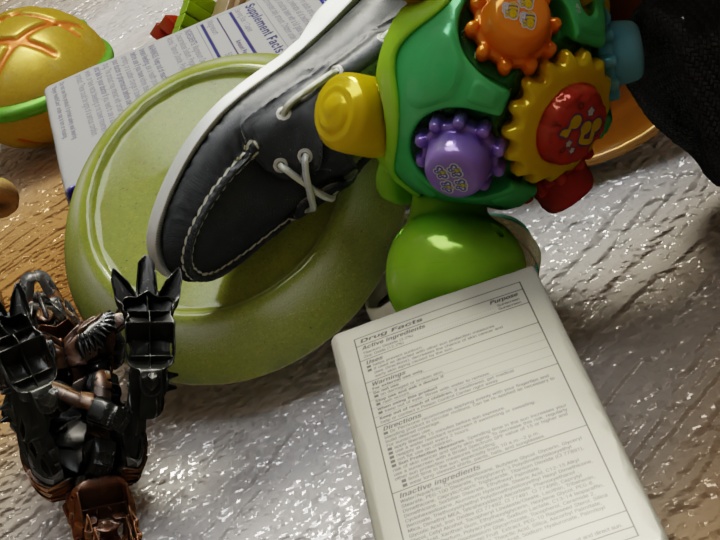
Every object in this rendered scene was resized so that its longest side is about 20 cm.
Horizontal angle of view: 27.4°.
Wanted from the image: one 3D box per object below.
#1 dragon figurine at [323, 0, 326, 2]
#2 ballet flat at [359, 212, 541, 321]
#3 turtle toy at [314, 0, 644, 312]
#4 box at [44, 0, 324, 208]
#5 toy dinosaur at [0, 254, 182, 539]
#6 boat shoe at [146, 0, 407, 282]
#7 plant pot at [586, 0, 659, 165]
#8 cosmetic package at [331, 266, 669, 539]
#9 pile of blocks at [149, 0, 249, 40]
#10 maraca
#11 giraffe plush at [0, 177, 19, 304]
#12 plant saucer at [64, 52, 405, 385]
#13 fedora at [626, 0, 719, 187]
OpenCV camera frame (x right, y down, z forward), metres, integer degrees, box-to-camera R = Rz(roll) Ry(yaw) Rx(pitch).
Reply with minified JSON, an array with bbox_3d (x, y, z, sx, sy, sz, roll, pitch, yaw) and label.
[{"bbox_3d":[-0.005,-0.210,1.164,0.098,0.059,0.201,-9,29,21],"label":"dragon figurine"},{"bbox_3d":[0.000,0.000,0.799,0.198,0.068,0.063,-2,43,31],"label":"ballet flat"},{"bbox_3d":[0.060,-0.065,0.694,0.145,0.202,0.101,5,25,-43],"label":"turtle toy"},{"bbox_3d":[-0.089,-0.083,0.952,0.198,0.106,0.184,-24,30,-4],"label":"box"},{"bbox_3d":[-0.130,0.069,0.720,0.102,0.137,0.200,-28,56,-34],"label":"toy dinosaur"},{"bbox_3d":[-0.024,-0.068,0.731,0.060,0.076,0.201,30,77,33],"label":"boat shoe"},{"bbox_3d":[0.110,-0.178,0.918,0.198,0.202,0.183,-18,13,4],"label":"plant pot"},{"bbox_3d":[0.055,0.089,0.598,0.102,0.074,0.201,-19,28,3],"label":"cosmetic package"},{"bbox_3d":[-0.115,-0.183,1.150,0.083,0.062,0.200,-61,33,5],"label":"pile of blocks"},{"bbox_3d":[-0.270,-0.165,1.210,0.136,0.108,0.200,-17,28,-9],"label":"maraca"},{"bbox_3d":[-0.285,0.014,0.889,0.171,0.203,0.162,-6,2,31],"label":"giraffe plush"},{"bbox_3d":[-0.074,-0.038,0.792,0.197,0.031,0.202,-8,62,15],"label":"plant saucer"},{"bbox_3d":[0.187,-0.105,0.731,0.091,0.201,0.201,-37,29,-1],"label":"fedora"}]
